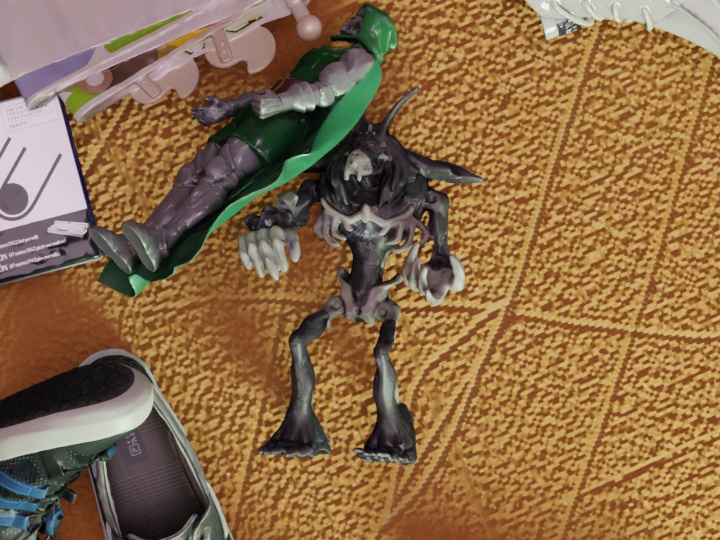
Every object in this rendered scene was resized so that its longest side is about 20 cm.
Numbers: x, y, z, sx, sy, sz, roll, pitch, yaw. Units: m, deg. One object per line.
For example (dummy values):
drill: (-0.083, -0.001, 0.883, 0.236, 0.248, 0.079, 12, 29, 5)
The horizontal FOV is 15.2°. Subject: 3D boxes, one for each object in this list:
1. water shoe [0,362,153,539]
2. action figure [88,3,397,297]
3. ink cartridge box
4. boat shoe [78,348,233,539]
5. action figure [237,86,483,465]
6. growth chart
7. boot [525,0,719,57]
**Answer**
water shoe: (-0.172, 0.107, 1.383, 0.200, 0.072, 0.079, -21, 104, 34)
action figure: (-0.051, -0.070, 1.394, 0.200, 0.118, 0.055, -44, 109, -25)
ink cartridge box: (-0.242, -0.025, 1.414, 0.200, 0.044, 0.094, -15, 91, -4)
boat shoe: (-0.106, 0.139, 1.417, 0.072, 0.071, 0.200, -25, 94, -4)
action figure: (0.000, 0.000, 1.408, 0.119, 0.102, 0.200, 4, 90, 7)
growth chart: (-0.132, -0.145, 1.409, 0.200, 0.018, 0.145, -17, 70, -5)
boot: (0.138, -0.152, 1.439, 0.096, 0.074, 0.200, -43, 86, 3)
